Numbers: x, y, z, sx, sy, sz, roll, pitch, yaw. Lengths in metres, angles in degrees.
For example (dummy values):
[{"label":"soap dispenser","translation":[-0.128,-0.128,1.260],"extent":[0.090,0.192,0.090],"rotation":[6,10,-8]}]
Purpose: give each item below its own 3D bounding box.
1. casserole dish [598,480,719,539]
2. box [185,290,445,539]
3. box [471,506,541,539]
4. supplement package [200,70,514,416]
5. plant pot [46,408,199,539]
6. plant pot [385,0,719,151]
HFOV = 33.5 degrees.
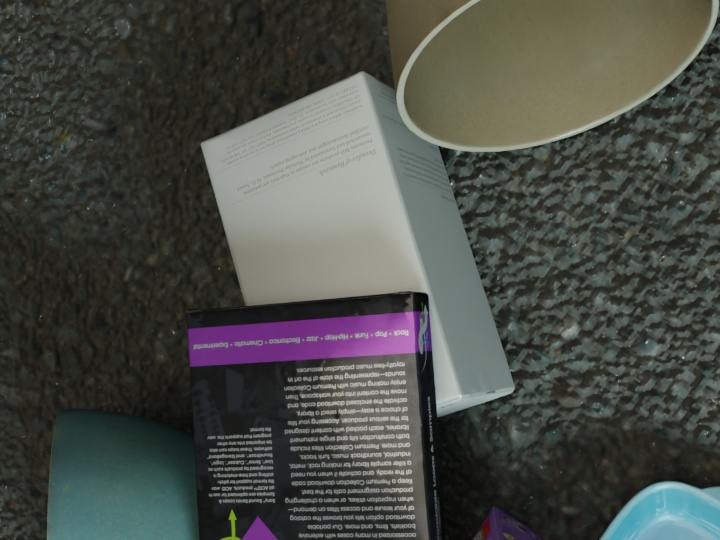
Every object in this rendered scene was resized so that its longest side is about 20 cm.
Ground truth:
[{"label":"casserole dish","translation":[0.171,0.217,0.683],"extent":[0.121,0.039,0.201],"rotation":[32,76,21]},{"label":"box","translation":[-0.025,0.117,0.672],"extent":[0.142,0.036,0.202],"rotation":[-5,85,21]},{"label":"box","translation":[0.060,0.231,0.673],"extent":[0.039,0.200,0.138],"rotation":[31,100,-2]},{"label":"supplement package","translation":[0.000,0.000,0.751],"extent":[0.119,0.121,0.202],"rotation":[-21,79,19]},{"label":"plant pot","translation":[-0.123,0.187,0.771],"extent":[0.133,0.200,0.202],"rotation":[-2,86,-8]},{"label":"plant pot","translation":[0.089,-0.205,0.711],"extent":[0.186,0.187,0.202],"rotation":[-22,65,20]}]
